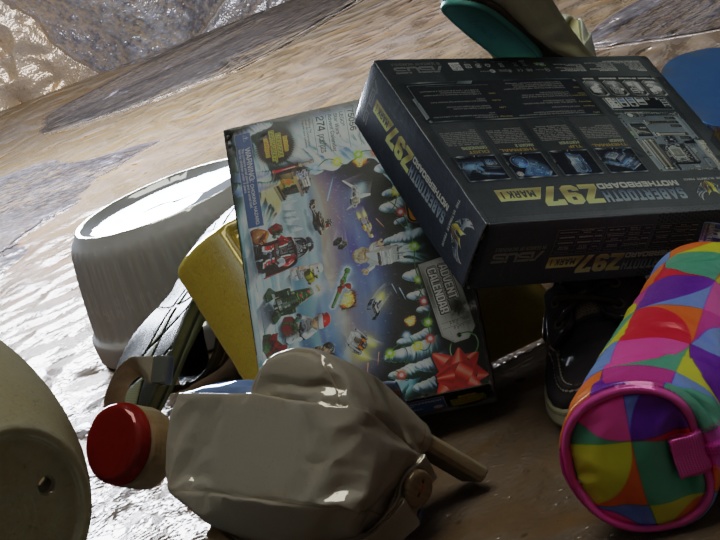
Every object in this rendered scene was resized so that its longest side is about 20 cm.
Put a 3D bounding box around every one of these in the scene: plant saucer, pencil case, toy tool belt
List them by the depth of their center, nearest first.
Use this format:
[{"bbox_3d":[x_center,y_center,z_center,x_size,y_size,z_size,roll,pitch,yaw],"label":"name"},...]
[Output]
[{"bbox_3d":[0.163,0.052,1.005,0.088,0.089,0.200,-13,19,29],"label":"pencil case"},{"bbox_3d":[-0.040,0.104,1.089,0.199,0.126,0.123,-4,-13,40],"label":"toy tool belt"},{"bbox_3d":[0.000,0.000,1.291,0.199,0.049,0.200,-25,45,-12],"label":"plant saucer"}]

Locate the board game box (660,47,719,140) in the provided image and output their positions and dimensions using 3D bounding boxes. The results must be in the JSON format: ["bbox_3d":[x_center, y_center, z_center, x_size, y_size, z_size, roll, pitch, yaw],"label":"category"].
[{"bbox_3d":[0.296,-0.096,1.343,0.199,0.039,0.158,13,27,7],"label":"board game box"}]

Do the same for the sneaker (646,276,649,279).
[{"bbox_3d":[0.243,-0.059,1.227,0.199,0.105,0.076,-13,17,27],"label":"sneaker"}]

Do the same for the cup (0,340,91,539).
[{"bbox_3d":[-0.228,0.123,1.098,0.200,0.201,0.143,-32,25,-34],"label":"cup"}]

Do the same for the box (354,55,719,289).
[{"bbox_3d":[0.117,-0.062,1.163,0.199,0.051,0.158,-5,41,-27],"label":"box"}]

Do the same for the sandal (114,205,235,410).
[{"bbox_3d":[-0.110,0.037,1.400,0.080,0.057,0.201,-16,39,56],"label":"sandal"}]

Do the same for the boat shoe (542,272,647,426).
[{"bbox_3d":[0.135,0.028,1.151,0.072,0.065,0.200,-15,17,17],"label":"boat shoe"}]

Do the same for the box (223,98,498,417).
[{"bbox_3d":[-0.002,-0.005,1.208,0.136,0.201,0.040,-13,-22,5],"label":"box"}]

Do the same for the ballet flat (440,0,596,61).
[{"bbox_3d":[0.114,-0.146,1.252,0.069,0.200,0.070,-13,59,23],"label":"ballet flat"}]

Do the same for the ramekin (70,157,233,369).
[{"bbox_3d":[-0.135,-0.012,1.585,0.199,0.105,0.200,-20,16,6],"label":"ramekin"}]
